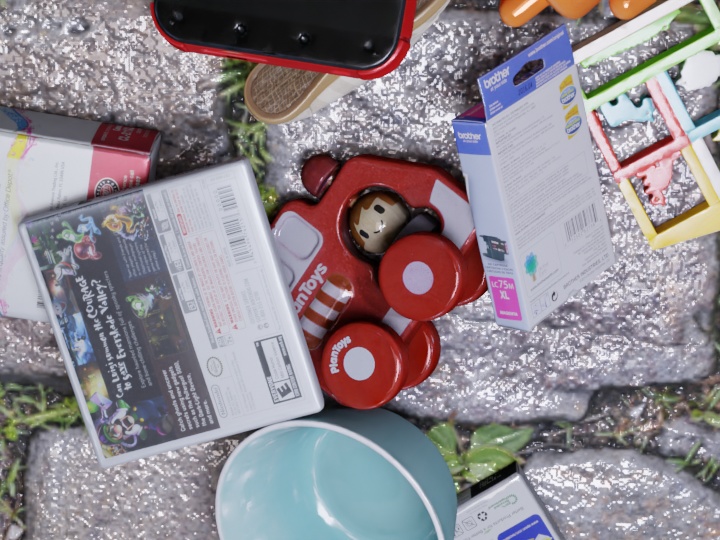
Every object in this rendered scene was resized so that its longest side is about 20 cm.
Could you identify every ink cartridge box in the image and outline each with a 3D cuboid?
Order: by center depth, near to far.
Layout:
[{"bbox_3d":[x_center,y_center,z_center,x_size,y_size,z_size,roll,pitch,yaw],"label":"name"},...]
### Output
[{"bbox_3d":[0.128,-0.071,1.638,0.042,0.119,0.202,9,121,40],"label":"ink cartridge box"},{"bbox_3d":[-0.262,-0.046,1.674,0.198,0.083,0.147,9,108,-2],"label":"ink cartridge box"},{"bbox_3d":[0.138,0.263,1.789,0.094,0.037,0.201,-30,102,9],"label":"ink cartridge box"}]

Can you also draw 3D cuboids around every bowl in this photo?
[{"bbox_3d":[-0.004,0.186,1.711,0.199,0.105,0.203,11,118,22],"label":"bowl"}]

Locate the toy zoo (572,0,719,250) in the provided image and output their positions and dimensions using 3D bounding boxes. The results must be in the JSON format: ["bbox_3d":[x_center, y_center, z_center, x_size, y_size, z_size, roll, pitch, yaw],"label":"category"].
[{"bbox_3d":[0.250,-0.106,1.679,0.130,0.020,0.201,-27,105,9],"label":"toy zoo"}]

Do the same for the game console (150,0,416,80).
[{"bbox_3d":[-0.052,-0.240,1.611,0.198,0.031,0.179,9,92,9],"label":"game console"}]

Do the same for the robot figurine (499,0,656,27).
[{"bbox_3d":[0.167,-0.262,1.584,0.200,0.116,0.144,-41,58,12],"label":"robot figurine"}]

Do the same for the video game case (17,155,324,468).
[{"bbox_3d":[-0.140,0.033,1.633,0.180,0.023,0.202,-15,104,8],"label":"video game case"}]

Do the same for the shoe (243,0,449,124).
[{"bbox_3d":[-0.003,-0.181,1.650,0.199,0.053,0.070,-37,74,7],"label":"shoe"}]

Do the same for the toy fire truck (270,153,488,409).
[{"bbox_3d":[0.000,0.000,1.680,0.167,0.112,0.201,37,107,11],"label":"toy fire truck"}]
